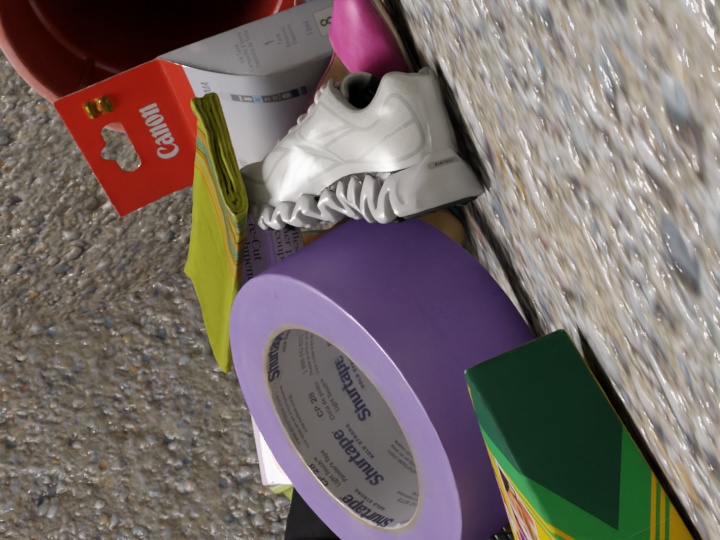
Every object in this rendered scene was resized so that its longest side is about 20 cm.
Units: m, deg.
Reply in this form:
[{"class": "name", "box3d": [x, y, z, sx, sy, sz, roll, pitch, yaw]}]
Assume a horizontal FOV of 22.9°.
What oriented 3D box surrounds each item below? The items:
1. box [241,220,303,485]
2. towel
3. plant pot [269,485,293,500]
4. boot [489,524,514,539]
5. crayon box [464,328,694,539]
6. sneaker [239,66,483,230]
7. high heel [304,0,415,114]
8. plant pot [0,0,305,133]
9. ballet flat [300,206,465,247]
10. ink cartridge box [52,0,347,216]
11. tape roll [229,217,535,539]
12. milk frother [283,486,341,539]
[{"class": "box", "box3d": [-0.054, 0.037, 1.131, 0.039, 0.041, 0.201, -15, -83, -54]}, {"class": "towel", "box3d": [-0.091, -0.018, 1.094, 0.200, 0.018, 0.086, 102, 155, -59]}, {"class": "plant pot", "box3d": [0.049, 0.218, 1.653, 0.184, 0.200, 0.200, 55, 177, 0]}, {"class": "boot", "box3d": [0.119, 0.224, 1.392, 0.132, 0.070, 0.200, 59, -170, -70]}, {"class": "crayon box", "box3d": [0.121, 0.155, 0.837, 0.200, 0.058, 0.173, 70, 176, -47]}, {"class": "sneaker", "box3d": [-0.008, -0.067, 0.986, 0.200, 0.075, 0.081, -4, 102, 55]}, {"class": "high heel", "box3d": [-0.017, -0.097, 1.035, 0.200, 0.096, 0.067, 74, 172, -69]}, {"class": "plant pot", "box3d": [-0.133, -0.226, 1.179, 0.196, 0.200, 0.201, -89, -18, -53]}, {"class": "ballet flat", "box3d": [0.000, 0.000, 1.137, 0.069, 0.063, 0.200, 35, 157, -18]}, {"class": "ink cartridge box", "box3d": [-0.075, -0.088, 1.125, 0.160, 0.199, 0.047, 71, 177, -64]}, {"class": "tape roll", "box3d": [0.018, 0.072, 1.028, 0.200, 0.085, 0.200, 36, 144, 33]}, {"class": "milk frother", "box3d": [0.053, 0.116, 1.245, 0.181, 0.199, 0.189, 93, -176, -71]}]
